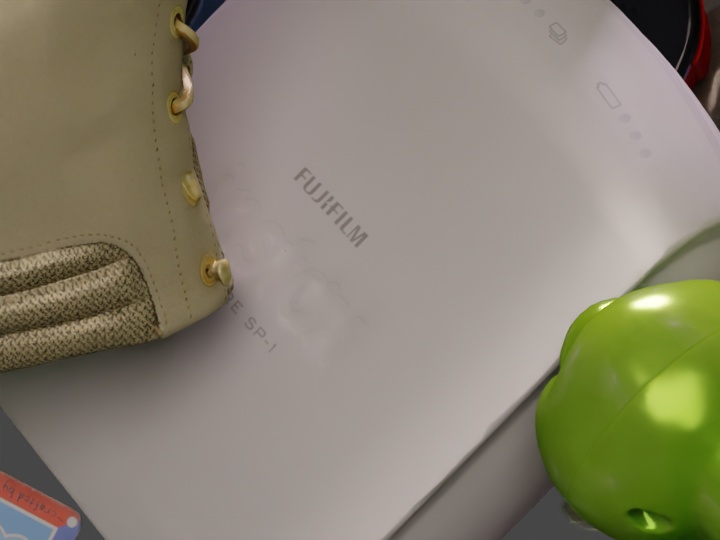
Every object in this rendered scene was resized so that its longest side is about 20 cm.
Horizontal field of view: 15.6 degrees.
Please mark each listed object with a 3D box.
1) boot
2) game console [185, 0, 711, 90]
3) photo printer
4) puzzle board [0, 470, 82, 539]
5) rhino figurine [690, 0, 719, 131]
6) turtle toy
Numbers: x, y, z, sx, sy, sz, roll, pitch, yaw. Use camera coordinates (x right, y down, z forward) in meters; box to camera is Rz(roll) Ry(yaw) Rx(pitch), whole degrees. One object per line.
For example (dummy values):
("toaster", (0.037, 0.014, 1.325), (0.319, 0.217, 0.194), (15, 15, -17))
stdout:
("boot", (-0.051, -0.069, 0.667), (0.200, 0.073, 0.156), (-25, 111, -17))
("game console", (-0.004, -0.025, 0.785), (0.177, 0.031, 0.200), (22, 84, 23))
("photo printer", (0.000, 0.000, 0.723), (0.200, 0.069, 0.166), (-45, 62, 6))
("puzzle board", (-0.191, 0.084, 0.678), (0.200, 0.017, 0.151), (29, 73, -11))
("rhino figurine", (0.179, -0.051, 0.785), (0.200, 0.060, 0.088), (-7, 73, 7))
("turtle toy", (0.119, 0.088, 0.642), (0.146, 0.101, 0.200), (-38, 102, -8))
